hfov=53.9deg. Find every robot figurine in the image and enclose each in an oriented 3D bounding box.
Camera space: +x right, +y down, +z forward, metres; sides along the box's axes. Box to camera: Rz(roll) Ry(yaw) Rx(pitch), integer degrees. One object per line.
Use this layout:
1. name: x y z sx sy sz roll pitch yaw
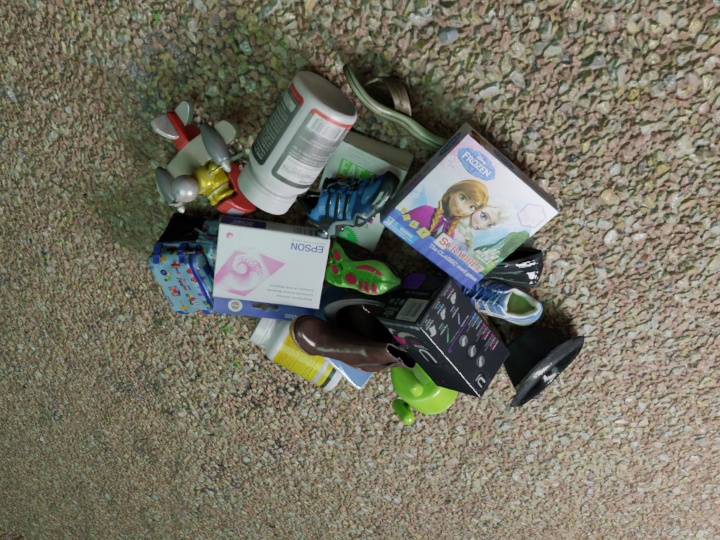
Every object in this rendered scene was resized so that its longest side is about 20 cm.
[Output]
1. robot figurine: 0.128 0.215 1.390 0.116 0.175 0.200 45 178 29

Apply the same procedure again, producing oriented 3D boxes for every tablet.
1. tablet: -0.028 0.127 1.397 0.200 0.131 0.014 46 165 -22

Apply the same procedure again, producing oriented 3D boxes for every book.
1. book: -0.005 -0.134 1.204 0.132 0.048 0.201 23 137 0

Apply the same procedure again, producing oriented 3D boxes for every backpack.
1. backpack: -0.272 -0.009 1.343 0.196 0.136 0.185 1 131 17

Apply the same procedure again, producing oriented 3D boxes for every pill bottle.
1. pill bottle: -0.122 0.151 1.448 0.198 0.113 0.113 30 134 -9
2. pill bottle: -0.103 -0.194 1.100 0.113 0.114 0.201 33 117 -12

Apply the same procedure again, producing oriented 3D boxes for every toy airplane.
1. toy airplane: -0.277 -0.178 1.185 0.196 0.142 0.202 16 139 15

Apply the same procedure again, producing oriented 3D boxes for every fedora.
1. fedora: 0.027 0.070 1.333 0.174 0.091 0.200 -9 142 29
2. fedora: 0.319 0.161 1.302 0.092 0.199 0.202 49 138 22

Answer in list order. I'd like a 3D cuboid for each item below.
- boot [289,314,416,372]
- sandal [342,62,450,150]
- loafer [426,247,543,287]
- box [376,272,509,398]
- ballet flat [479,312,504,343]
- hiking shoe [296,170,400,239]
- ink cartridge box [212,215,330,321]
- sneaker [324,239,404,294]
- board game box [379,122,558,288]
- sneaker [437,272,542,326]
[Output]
1. boot: -0.013 0.129 1.271 0.165 0.073 0.199 -6 151 44
2. sandal: 0.059 -0.254 1.059 0.199 0.080 0.058 30 117 -17
3. loafer: 0.213 -0.022 1.212 0.197 0.068 0.071 7 124 7
4. box: 0.143 0.111 1.221 0.200 0.107 0.122 48 158 -26
5. ballet flat: 0.223 0.122 1.336 0.068 0.063 0.201 -11 126 28
6. hiking shoe: -0.024 -0.116 1.143 0.199 0.075 0.087 -26 117 42
7. ink cartridge box: -0.163 0.011 1.263 0.193 0.043 0.203 6 118 -8
8. sneaker: 0.000 0.000 1.260 0.199 0.083 0.078 28 106 46
9. board game box: 0.166 -0.092 1.098 0.199 0.041 0.199 34 121 -20
10. sneaker: 0.226 0.039 1.235 0.197 0.077 0.077 15 172 0
